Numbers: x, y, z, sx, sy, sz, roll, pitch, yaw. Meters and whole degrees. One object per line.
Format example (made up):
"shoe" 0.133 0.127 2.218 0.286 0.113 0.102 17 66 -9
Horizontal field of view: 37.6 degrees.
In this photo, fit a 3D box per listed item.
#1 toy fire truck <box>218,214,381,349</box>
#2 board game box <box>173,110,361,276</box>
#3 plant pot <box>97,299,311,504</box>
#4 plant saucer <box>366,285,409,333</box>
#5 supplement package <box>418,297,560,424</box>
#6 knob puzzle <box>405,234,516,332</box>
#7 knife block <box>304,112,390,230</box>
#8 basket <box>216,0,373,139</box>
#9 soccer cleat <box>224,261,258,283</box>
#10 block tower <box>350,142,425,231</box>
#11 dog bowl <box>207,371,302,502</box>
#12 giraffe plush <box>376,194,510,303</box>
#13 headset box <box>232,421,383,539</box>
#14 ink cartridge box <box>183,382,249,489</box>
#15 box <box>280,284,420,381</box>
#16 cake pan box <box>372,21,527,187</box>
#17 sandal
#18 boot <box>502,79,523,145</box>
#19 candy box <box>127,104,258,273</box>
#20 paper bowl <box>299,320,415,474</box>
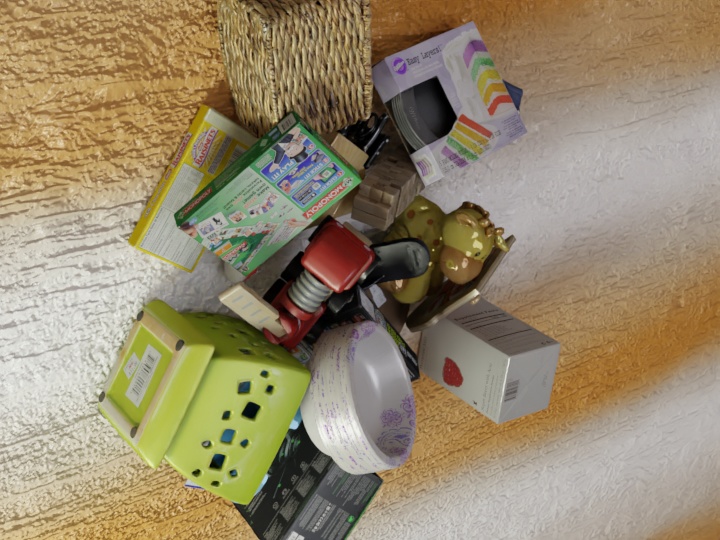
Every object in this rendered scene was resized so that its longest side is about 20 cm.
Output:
"toy fire truck" -0.081 0.020 1.362 0.176 0.128 0.200 -50 180 16
"board game box" -0.114 -0.090 1.310 0.200 0.029 0.134 -38 136 12
"plant pot" -0.215 0.159 1.374 0.181 0.199 0.201 25 93 -39
"plant saucer" 0.003 0.062 1.621 0.199 0.029 0.202 -18 120 -33
"supplement package" 0.202 0.139 1.705 0.119 0.200 0.122 -11 118 -36
"knob puzzle" 0.147 0.041 1.639 0.220 0.220 0.030 -43 97 -16
"knife block" -0.050 -0.160 1.443 0.199 0.064 0.177 -22 123 -30
"basket" -0.081 -0.271 1.302 0.148 0.143 0.201 -26 137 -22
"soccer cleat" -0.149 -0.070 1.381 0.085 0.069 0.201 -2 128 -46
"block tower" 0.057 -0.130 1.489 0.200 0.057 0.054 -50 157 -50
"dog bowl" -0.150 0.222 1.465 0.049 0.111 0.201 30 89 -35
"giraffe plush" 0.128 -0.041 1.558 0.172 0.161 0.202 -17 113 -50
"headset box" -0.086 0.323 1.561 0.093 0.200 0.175 37 85 -29
"ink cartridge box" -0.187 0.222 1.530 0.094 0.037 0.201 23 93 -49
"box" -0.024 0.121 1.557 0.159 0.044 0.200 -24 134 16
"cake pan box" 0.122 -0.235 1.486 0.199 0.052 0.185 -28 92 -35
"sandal" 0.000 -0.001 1.506 0.199 0.043 0.077 -18 109 17
"boot" 0.165 -0.249 1.588 0.199 0.072 0.091 7 91 -43
"candy box" -0.211 -0.103 1.361 0.102 0.026 0.201 28 91 -44
"paper bowl" -0.011 0.175 1.436 0.201 0.104 0.202 42 41 -52
